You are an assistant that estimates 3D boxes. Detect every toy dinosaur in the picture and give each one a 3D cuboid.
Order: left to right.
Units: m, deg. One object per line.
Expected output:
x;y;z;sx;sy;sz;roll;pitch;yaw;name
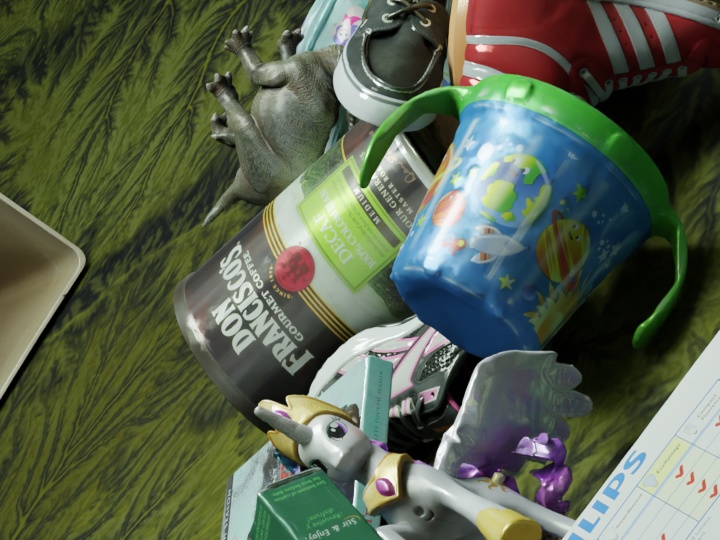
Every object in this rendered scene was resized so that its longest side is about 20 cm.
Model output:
-0.053;-0.095;1.788;0.200;0.077;0.102;-50;58;19;toy dinosaur

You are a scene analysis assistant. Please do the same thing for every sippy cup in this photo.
0.089;-0.021;1.575;0.178;0.140;0.131;15;64;44;sippy cup

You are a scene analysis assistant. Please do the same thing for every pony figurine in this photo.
0.058;0.124;1.432;0.200;0.193;0.167;31;100;45;pony figurine

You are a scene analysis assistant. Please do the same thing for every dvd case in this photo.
-0.038;0.155;1.639;0.200;0.022;0.146;-44;34;53;dvd case

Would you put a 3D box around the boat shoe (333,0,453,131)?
0.026;-0.152;1.714;0.200;0.068;0.057;-77;2;-60;boat shoe

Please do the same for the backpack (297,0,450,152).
0.029;-0.139;1.897;0.178;0.150;0.200;109;180;-59;backpack

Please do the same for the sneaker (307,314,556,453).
0.041;0.071;1.660;0.200;0.080;0.086;-45;33;26;sneaker

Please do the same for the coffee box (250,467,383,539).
0.012;0.207;1.346;0.044;0.123;0.200;-19;45;-30;coffee box

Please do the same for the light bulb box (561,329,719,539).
0.203;0.132;1.198;0.198;0.125;0.200;-52;22;-4;light bulb box

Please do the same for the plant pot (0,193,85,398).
-0.394;0.028;2.395;0.200;0.200;0.177;-60;14;-22;plant pot

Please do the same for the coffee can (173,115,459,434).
0.000;0.000;1.749;0.200;0.146;0.146;-42;24;18;coffee can

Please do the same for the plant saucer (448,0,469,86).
0.106;-0.156;1.746;0.032;0.201;0.201;9;56;29;plant saucer

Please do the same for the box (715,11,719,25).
0.318;-0.176;1.515;0.164;0.086;0.200;-55;23;-10;box

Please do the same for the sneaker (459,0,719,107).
0.154;-0.121;1.653;0.071;0.199;0.113;-150;73;-79;sneaker
